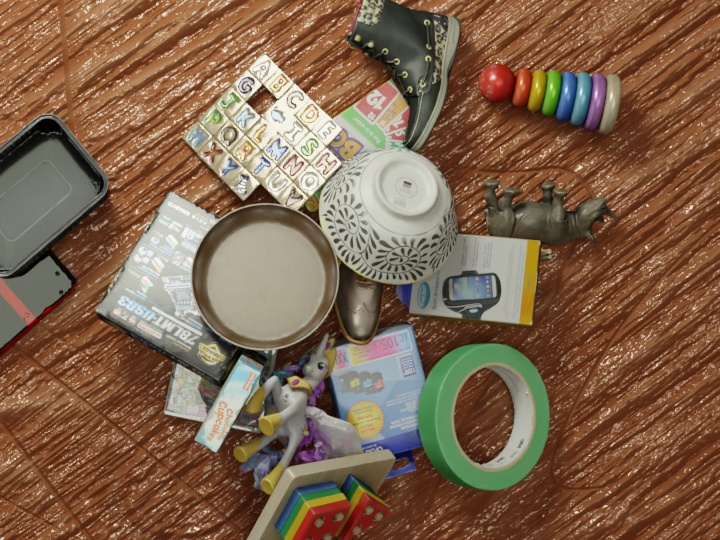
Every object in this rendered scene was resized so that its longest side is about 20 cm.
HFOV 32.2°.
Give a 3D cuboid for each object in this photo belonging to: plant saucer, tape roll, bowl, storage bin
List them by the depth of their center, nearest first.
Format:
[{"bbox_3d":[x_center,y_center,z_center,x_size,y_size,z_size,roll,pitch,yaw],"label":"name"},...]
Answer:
[{"bbox_3d":[-0.127,0.011,1.661,0.196,0.032,0.204,1,72,-2],"label":"plant saucer"},{"bbox_3d":[0.049,-0.093,1.675,0.197,0.094,0.204,6,64,-12],"label":"bowl"},{"bbox_3d":[-0.448,-0.098,1.678,0.200,0.094,0.136,-42,96,-11],"label":"storage bin"},{"bbox_3d":[0.175,0.205,1.752,0.198,0.048,0.204,3,85,-31],"label":"tape roll"}]

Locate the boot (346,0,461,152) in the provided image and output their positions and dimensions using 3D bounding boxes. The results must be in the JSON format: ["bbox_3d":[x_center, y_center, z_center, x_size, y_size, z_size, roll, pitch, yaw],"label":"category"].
[{"bbox_3d":[0.046,-0.279,1.723,0.152,0.073,0.207,19,76,-14],"label":"boot"}]

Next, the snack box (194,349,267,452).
[{"bbox_3d":[-0.169,0.168,1.660,0.037,0.200,0.117,29,90,-2],"label":"snack box"}]

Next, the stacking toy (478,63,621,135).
[{"bbox_3d":[0.264,-0.248,1.766,0.196,0.085,0.087,9,92,0],"label":"stacking toy"}]

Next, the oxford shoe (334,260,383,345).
[{"bbox_3d":[0.000,0.000,1.721,0.070,0.073,0.204,2,73,-6],"label":"oxford shoe"}]

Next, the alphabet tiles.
[{"bbox_3d":[-0.126,-0.178,1.725,0.167,0.008,0.200,-45,74,-2],"label":"alphabet tiles"}]

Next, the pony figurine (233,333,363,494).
[{"bbox_3d":[-0.086,0.204,1.669,0.164,0.200,0.196,18,126,23],"label":"pony figurine"}]

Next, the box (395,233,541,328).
[{"bbox_3d":[0.150,0.011,1.751,0.197,0.041,0.121,5,80,15],"label":"box"}]

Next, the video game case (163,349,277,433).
[{"bbox_3d":[-0.190,0.117,1.765,0.141,0.018,0.204,12,92,-6],"label":"video game case"}]

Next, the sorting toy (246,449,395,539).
[{"bbox_3d":[-0.050,0.348,1.674,0.070,0.197,0.202,46,121,33],"label":"sorting toy"}]

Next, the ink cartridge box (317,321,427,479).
[{"bbox_3d":[0.030,0.187,1.764,0.134,0.076,0.203,-15,96,-5],"label":"ink cartridge box"}]

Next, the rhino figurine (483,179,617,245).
[{"bbox_3d":[0.270,-0.078,1.779,0.196,0.060,0.089,2,112,-7],"label":"rhino figurine"}]

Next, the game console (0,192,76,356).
[{"bbox_3d":[-0.518,0.003,1.725,0.177,0.031,0.201,-42,97,-8],"label":"game console"}]

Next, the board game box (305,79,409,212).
[{"bbox_3d":[-0.013,-0.175,1.765,0.199,0.030,0.096,-34,95,-1],"label":"board game box"}]

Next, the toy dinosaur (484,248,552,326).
[{"bbox_3d":[0.187,0.028,1.790,0.197,0.058,0.103,-17,78,7],"label":"toy dinosaur"}]

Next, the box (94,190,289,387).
[{"bbox_3d":[-0.225,0.023,1.694,0.198,0.050,0.200,27,75,7],"label":"box"}]
